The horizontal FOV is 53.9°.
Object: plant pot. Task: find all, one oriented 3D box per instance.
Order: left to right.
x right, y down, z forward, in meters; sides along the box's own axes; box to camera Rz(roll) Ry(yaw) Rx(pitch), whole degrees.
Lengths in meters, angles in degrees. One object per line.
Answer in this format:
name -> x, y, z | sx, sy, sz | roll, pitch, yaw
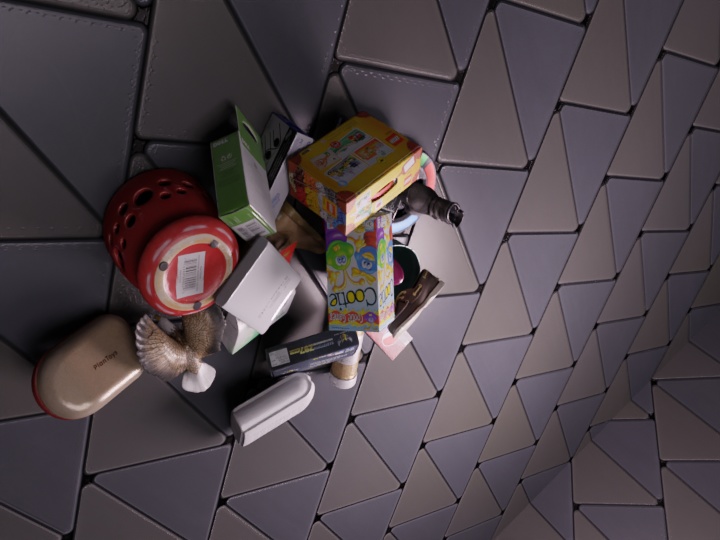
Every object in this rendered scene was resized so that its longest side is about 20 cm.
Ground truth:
plant pot -> -0.307, -0.041, 1.184 | 0.197, 0.182, 0.205 | -24, 134, -28
plant pot -> 0.014, 0.002, 1.527 | 0.196, 0.134, 0.205 | -22, 132, -26

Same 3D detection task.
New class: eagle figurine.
eagle figurine -> -0.332, 0.132, 1.310 | 0.147, 0.200, 0.156 | 14, 72, -8

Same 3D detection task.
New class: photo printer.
photo printer -> -0.192, 0.304, 1.576 | 0.197, 0.070, 0.167 | -28, 165, -21

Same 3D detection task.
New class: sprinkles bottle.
sprinkles bottle -> -0.030, 0.181, 1.669 | 0.067, 0.068, 0.205 | -13, 127, -33

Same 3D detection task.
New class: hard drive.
hard drive -> -0.176, 0.031, 1.253 | 0.133, 0.026, 0.200 | -55, 161, -8

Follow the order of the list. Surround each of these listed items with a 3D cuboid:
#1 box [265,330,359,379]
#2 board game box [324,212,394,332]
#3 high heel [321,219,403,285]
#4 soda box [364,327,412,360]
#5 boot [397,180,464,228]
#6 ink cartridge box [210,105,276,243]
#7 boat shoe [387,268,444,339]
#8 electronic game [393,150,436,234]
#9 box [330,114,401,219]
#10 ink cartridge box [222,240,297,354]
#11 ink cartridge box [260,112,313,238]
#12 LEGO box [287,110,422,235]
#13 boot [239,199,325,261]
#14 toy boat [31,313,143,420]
box -> -0.104, 0.176, 1.519 | 0.194, 0.052, 0.158 | -15, 168, -9
board game box -> 0.000, 0.000, 1.300 | 0.103, 0.102, 0.207 | -27, 117, -69
high heel -> 0.002, -0.045, 1.368 | 0.067, 0.199, 0.096 | -43, 146, -8
soda box -> 0.033, 0.104, 1.470 | 0.070, 0.063, 0.201 | -44, 138, -4
boot -> 0.156, -0.126, 1.469 | 0.071, 0.130, 0.199 | -62, 164, 7
ink cartridge box -> -0.201, -0.162, 1.195 | 0.058, 0.205, 0.104 | -18, 153, 12
boat shoe -> 0.105, 0.065, 1.456 | 0.200, 0.059, 0.072 | -43, 172, -43
electronic game -> 0.086, -0.170, 1.532 | 0.196, 0.042, 0.204 | -22, 131, -27
box -> 0.011, -0.199, 1.413 | 0.196, 0.044, 0.164 | 14, 108, -34
ink cartridge box -> -0.183, 0.053, 1.346 | 0.160, 0.050, 0.201 | -37, 166, -39
ink cartridge box -> -0.164, -0.169, 1.275 | 0.044, 0.094, 0.203 | 13, 111, -45
LEGO box -> -0.009, -0.177, 1.248 | 0.199, 0.148, 0.078 | -38, 150, -30
boot -> -0.174, -0.026, 1.403 | 0.200, 0.066, 0.175 | -46, 136, 1
toy boat -> -0.484, 0.174, 1.239 | 0.133, 0.129, 0.200 | 60, 40, -10
